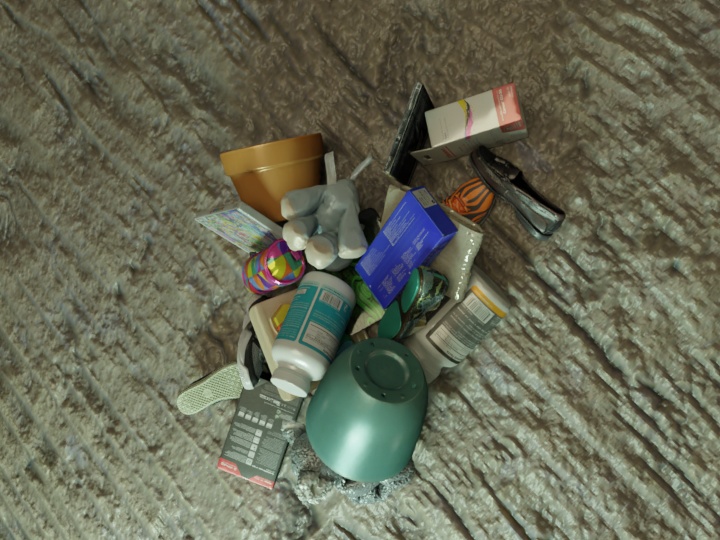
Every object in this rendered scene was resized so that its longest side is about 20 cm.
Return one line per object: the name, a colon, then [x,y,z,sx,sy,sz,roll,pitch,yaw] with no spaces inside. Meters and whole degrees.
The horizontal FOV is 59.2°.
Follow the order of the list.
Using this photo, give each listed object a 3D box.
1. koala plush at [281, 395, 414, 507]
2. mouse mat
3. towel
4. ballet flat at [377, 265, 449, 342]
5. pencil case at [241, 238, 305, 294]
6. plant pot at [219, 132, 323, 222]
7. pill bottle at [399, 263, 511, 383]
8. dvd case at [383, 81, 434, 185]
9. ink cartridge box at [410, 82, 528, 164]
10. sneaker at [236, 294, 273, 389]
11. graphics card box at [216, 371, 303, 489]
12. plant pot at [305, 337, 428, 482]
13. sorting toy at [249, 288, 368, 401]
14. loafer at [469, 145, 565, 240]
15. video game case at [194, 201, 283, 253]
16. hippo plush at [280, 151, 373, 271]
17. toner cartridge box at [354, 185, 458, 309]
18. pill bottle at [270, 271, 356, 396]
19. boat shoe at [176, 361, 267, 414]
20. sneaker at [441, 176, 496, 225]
koala plush: [-0.040,0.330,1.112,0.185,0.196,0.180,-57,41,34]
mouse mat: [0.000,0.000,1.207,0.158,0.008,0.203,-28,79,2]
towel: [0.111,-0.050,1.054,0.199,0.034,0.135,36,129,33]
ballet flat: [0.088,0.067,1.041,0.075,0.073,0.201,52,146,15]
pencil case: [-0.166,-0.005,1.190,0.086,0.199,0.091,2,84,-23]
plant pot: [-0.155,-0.172,1.209,0.195,0.200,0.144,-8,102,20]
pill bottle: [0.157,0.092,1.106,0.200,0.116,0.117,-47,74,14]
dvd case: [0.088,-0.228,1.098,0.016,0.200,0.152,22,96,12]
ink cartridge box: [0.185,-0.249,1.106,0.195,0.116,0.069,-14,83,19]
sneaker: [-0.169,0.131,1.221,0.110,0.076,0.204,-3,52,8]
graphics card box: [-0.194,0.311,1.254,0.122,0.051,0.205,19,96,3]
plant pot: [0.022,0.208,1.030,0.199,0.200,0.163,37,134,18]
sorting toy: [-0.088,0.120,1.191,0.196,0.037,0.189,-21,79,-20]
loafer: [0.271,-0.145,1.086,0.201,0.071,0.063,50,137,8]
video game case: [-0.216,-0.077,1.204,0.198,0.142,0.018,-3,60,53]
hippo plush: [-0.065,-0.085,1.139,0.154,0.161,0.206,4,74,-4]
toner cartridge box: [0.070,-0.034,1.045,0.096,0.043,0.201,55,136,19]
pill bottle: [-0.088,0.113,1.115,0.108,0.112,0.204,13,64,20]
boat shoe: [-0.282,0.233,1.302,0.196,0.062,0.076,-24,97,4]
sneaker: [0.153,-0.093,1.115,0.199,0.112,0.078,-43,74,15]
